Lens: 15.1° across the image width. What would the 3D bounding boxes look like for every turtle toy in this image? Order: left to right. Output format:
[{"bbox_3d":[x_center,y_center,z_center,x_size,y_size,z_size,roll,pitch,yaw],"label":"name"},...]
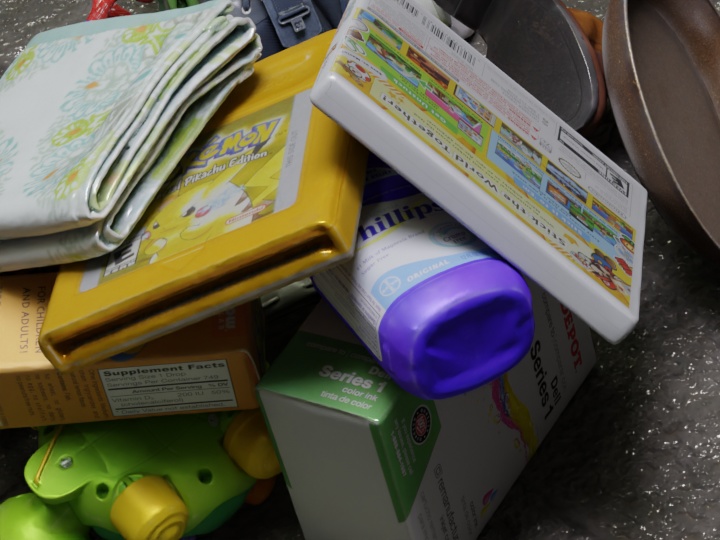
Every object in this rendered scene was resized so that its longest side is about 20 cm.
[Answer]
[{"bbox_3d":[-0.130,0.111,1.516,0.199,0.101,0.146,-34,57,-16],"label":"turtle toy"}]

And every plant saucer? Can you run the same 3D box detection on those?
[{"bbox_3d":[0.190,-0.087,1.569,0.032,0.200,0.201,-20,36,27],"label":"plant saucer"}]

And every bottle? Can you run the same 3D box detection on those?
[{"bbox_3d":[0.013,-0.012,1.407,0.083,0.066,0.200,-22,39,-16],"label":"bottle"}]

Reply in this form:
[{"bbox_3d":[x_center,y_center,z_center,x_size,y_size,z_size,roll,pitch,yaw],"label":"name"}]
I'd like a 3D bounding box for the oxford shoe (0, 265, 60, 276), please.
[{"bbox_3d":[-0.182,0.004,1.527,0.199,0.072,0.071,-22,13,11],"label":"oxford shoe"}]

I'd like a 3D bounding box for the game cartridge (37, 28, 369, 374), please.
[{"bbox_3d":[-0.077,-0.044,1.423,0.175,0.033,0.201,-22,32,19],"label":"game cartridge"}]

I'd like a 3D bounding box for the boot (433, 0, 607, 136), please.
[{"bbox_3d":[0.149,-0.110,1.633,0.069,0.199,0.188,-58,38,11],"label":"boot"}]

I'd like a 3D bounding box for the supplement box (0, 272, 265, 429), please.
[{"bbox_3d":[-0.152,0.041,1.466,0.199,0.069,0.067,-4,56,2],"label":"supplement box"}]

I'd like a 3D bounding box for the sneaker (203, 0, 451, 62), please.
[{"bbox_3d":[-0.043,-0.220,1.692,0.145,0.203,0.077,-17,20,11],"label":"sneaker"}]

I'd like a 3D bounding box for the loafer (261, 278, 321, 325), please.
[{"bbox_3d":[0.000,0.000,1.637,0.199,0.070,0.070,-10,79,-2],"label":"loafer"}]

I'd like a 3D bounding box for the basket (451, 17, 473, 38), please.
[{"bbox_3d":[-0.029,-0.263,1.838,0.160,0.199,0.201,-17,40,6],"label":"basket"}]

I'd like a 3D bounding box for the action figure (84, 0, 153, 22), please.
[{"bbox_3d":[-0.197,-0.104,1.814,0.065,0.052,0.201,-28,31,60],"label":"action figure"}]

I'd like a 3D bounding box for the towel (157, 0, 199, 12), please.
[{"bbox_3d":[-0.124,-0.182,1.792,0.031,0.150,0.200,-23,32,-1],"label":"towel"}]

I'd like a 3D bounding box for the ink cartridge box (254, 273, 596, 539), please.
[{"bbox_3d":[0.041,0.056,1.486,0.084,0.145,0.200,13,48,31],"label":"ink cartridge box"}]

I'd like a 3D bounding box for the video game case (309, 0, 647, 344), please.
[{"bbox_3d":[0.067,-0.063,1.410,0.023,0.200,0.182,-48,10,22],"label":"video game case"}]

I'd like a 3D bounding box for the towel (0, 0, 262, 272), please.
[{"bbox_3d":[-0.160,-0.071,1.474,0.199,0.048,0.171,-7,39,46],"label":"towel"}]
